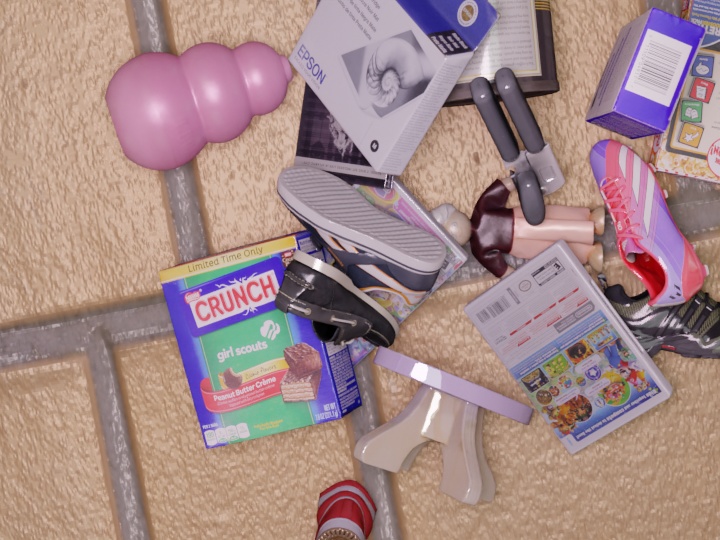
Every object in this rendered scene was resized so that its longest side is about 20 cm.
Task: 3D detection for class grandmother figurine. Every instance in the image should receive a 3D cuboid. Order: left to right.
[{"bbox_3d":[0.164,-0.045,1.624,0.197,0.061,0.123,1,85,-1],"label":"grandmother figurine"}]

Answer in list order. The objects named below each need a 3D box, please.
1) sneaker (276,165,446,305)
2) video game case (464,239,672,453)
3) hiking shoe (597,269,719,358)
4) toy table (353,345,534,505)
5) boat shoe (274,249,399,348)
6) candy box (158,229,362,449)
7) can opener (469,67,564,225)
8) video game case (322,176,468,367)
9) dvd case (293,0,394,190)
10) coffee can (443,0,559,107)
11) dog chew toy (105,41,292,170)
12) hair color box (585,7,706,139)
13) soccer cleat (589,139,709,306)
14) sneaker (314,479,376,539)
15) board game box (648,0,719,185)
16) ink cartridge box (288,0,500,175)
[{"bbox_3d":[-0.009,-0.031,1.565,0.199,0.078,0.080,32,130,14],"label":"sneaker"},{"bbox_3d":[0.222,0.085,1.609,0.143,0.018,0.201,-36,92,33],"label":"video game case"},{"bbox_3d":[0.354,0.042,1.614,0.197,0.076,0.102,-2,97,2],"label":"hiking shoe"},{"bbox_3d":[0.083,0.168,1.587,0.198,0.184,0.119,22,87,-20],"label":"toy table"},{"bbox_3d":[-0.025,0.044,1.539,0.071,0.200,0.068,19,80,33],"label":"boat shoe"},{"bbox_3d":[-0.107,0.072,1.609,0.167,0.077,0.203,-14,91,19],"label":"candy box"},{"bbox_3d":[0.165,-0.126,1.525,0.052,0.201,0.067,-19,49,12],"label":"can opener"},{"bbox_3d":[0.000,0.000,1.623,0.143,0.018,0.200,46,110,-2],"label":"video game case"},{"bbox_3d":[-0.006,-0.194,1.592,0.148,0.016,0.203,12,95,45],"label":"dvd case"},{"bbox_3d":[0.128,-0.280,1.565,0.144,0.146,0.203,-6,93,2],"label":"coffee can"},{"bbox_3d":[-0.168,-0.185,1.596,0.197,0.125,0.126,-19,93,-6],"label":"dog chew toy"},{"bbox_3d":[0.290,-0.199,1.539,0.064,0.200,0.111,22,94,-2],"label":"hair color box"},{"bbox_3d":[0.292,-0.052,1.585,0.076,0.067,0.202,-19,70,-29],"label":"soccer cleat"},{"bbox_3d":[-0.029,0.324,1.653,0.070,0.113,0.202,15,123,-2],"label":"sneaker"},{"bbox_3d":[0.406,-0.192,1.614,0.149,0.046,0.203,13,94,0],"label":"board game box"},{"bbox_3d":[0.027,-0.236,1.519,0.200,0.040,0.201,52,122,35],"label":"ink cartridge box"}]
